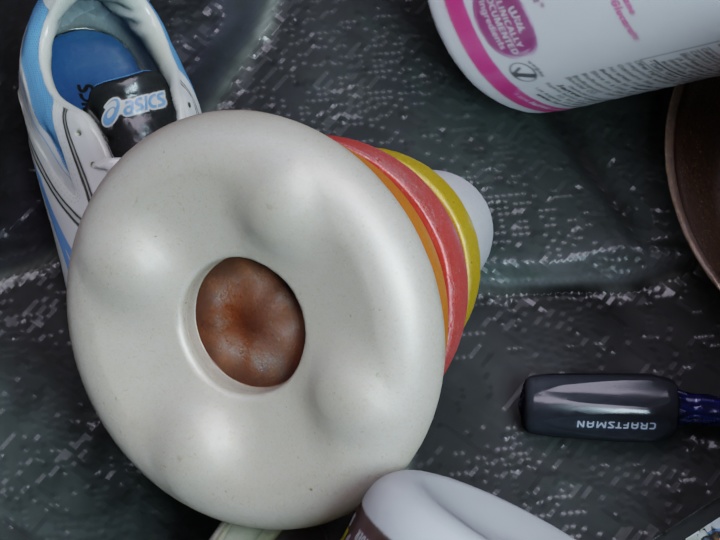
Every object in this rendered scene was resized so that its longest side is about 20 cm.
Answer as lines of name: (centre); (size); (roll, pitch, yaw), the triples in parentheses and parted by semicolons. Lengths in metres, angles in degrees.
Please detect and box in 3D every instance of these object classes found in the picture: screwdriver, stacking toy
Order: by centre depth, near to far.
stacking toy: (0.000, 0.000, 1.074); (0.146, 0.146, 0.200); (39, 27, 15)
screwdriver: (0.159, 0.058, 1.127); (0.199, 0.028, 0.029); (6, 92, -3)

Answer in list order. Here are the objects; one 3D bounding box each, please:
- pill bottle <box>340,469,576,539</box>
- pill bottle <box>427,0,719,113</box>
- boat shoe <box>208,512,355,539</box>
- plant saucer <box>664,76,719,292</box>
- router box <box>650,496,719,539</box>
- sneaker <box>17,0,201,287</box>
pill bottle: (0.009, 0.175, 0.969); (0.109, 0.109, 0.201); (28, 97, 10)
pill bottle: (0.130, -0.131, 1.116); (0.113, 0.199, 0.114); (12, 73, -45)
boat shoe: (-0.052, 0.154, 1.031); (0.073, 0.075, 0.200); (34, 66, 13)
plant saucer: (0.217, -0.033, 1.174); (0.199, 0.037, 0.201); (2, 63, -4)
router box: (0.139, 0.191, 1.039); (0.157, 0.052, 0.200); (-29, 68, -19)
sneaker: (-0.084, -0.027, 1.125); (0.072, 0.073, 0.201); (-16, 66, -15)
